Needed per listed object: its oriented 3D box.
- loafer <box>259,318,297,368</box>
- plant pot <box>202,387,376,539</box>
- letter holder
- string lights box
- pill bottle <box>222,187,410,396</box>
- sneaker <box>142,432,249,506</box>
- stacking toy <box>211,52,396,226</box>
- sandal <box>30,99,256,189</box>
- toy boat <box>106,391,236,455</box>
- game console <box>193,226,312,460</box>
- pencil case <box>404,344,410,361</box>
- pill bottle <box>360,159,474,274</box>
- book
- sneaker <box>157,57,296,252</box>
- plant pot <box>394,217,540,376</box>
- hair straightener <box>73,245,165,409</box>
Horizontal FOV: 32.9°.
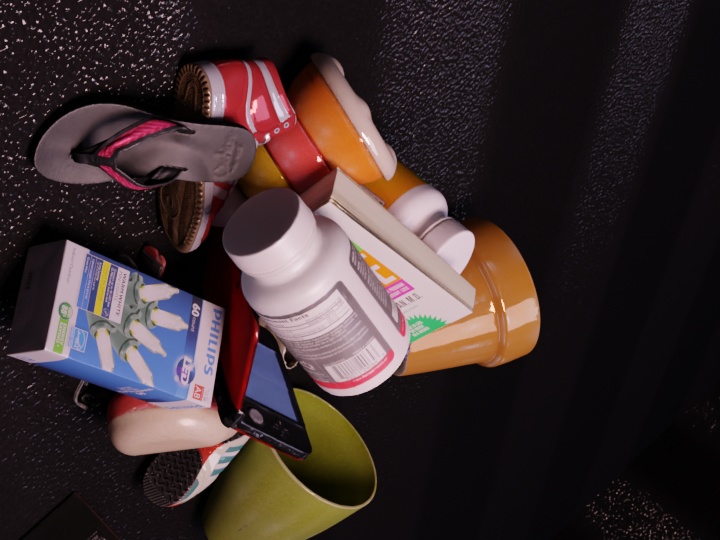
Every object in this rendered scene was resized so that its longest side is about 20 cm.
[{"bbox_3d":[-0.060,0.034,1.448,0.076,0.068,0.200,2,122,-59],"label":"loafer"},{"bbox_3d":[-0.114,0.287,1.590,0.200,0.187,0.187,-45,158,25],"label":"plant pot"},{"bbox_3d":[-0.353,0.377,1.383,0.200,0.101,0.142,-42,154,-19],"label":"letter holder"},{"bbox_3d":[-0.220,0.055,1.123,0.200,0.059,0.103,27,62,-46],"label":"string lights box"},{"bbox_3d":[-0.042,0.019,1.135,0.111,0.111,0.200,-46,130,-12],"label":"pill bottle"},{"bbox_3d":[-0.185,0.211,1.496,0.200,0.070,0.093,-46,171,-15],"label":"sneaker"},{"bbox_3d":[-0.078,-0.110,1.219,0.200,0.146,0.146,-32,153,3],"label":"stacking toy"},{"bbox_3d":[-0.179,-0.102,1.045,0.199,0.045,0.075,-1,122,-26],"label":"sandal"},{"bbox_3d":[-0.199,0.124,1.299,0.130,0.131,0.200,-7,176,0],"label":"toy boat"},{"bbox_3d":[-0.101,0.067,1.253,0.172,0.200,0.119,32,112,-36],"label":"game console"},{"bbox_3d":[-0.017,0.018,1.368,0.091,0.200,0.094,-64,-177,-34],"label":"pencil case"},{"bbox_3d":[0.023,-0.063,1.311,0.111,0.200,0.111,-38,151,-26],"label":"pill bottle"},{"bbox_3d":[0.000,0.000,1.223,0.133,0.200,0.048,-31,-146,37],"label":"book"},{"bbox_3d":[-0.126,-0.111,1.159,0.112,0.071,0.200,-20,138,-41],"label":"sneaker"},{"bbox_3d":[0.108,0.052,1.626,0.183,0.200,0.201,-21,143,-22],"label":"plant pot"},{"bbox_3d":[-0.258,0.065,1.220,0.077,0.041,0.200,-16,141,-50],"label":"hair straightener"}]
